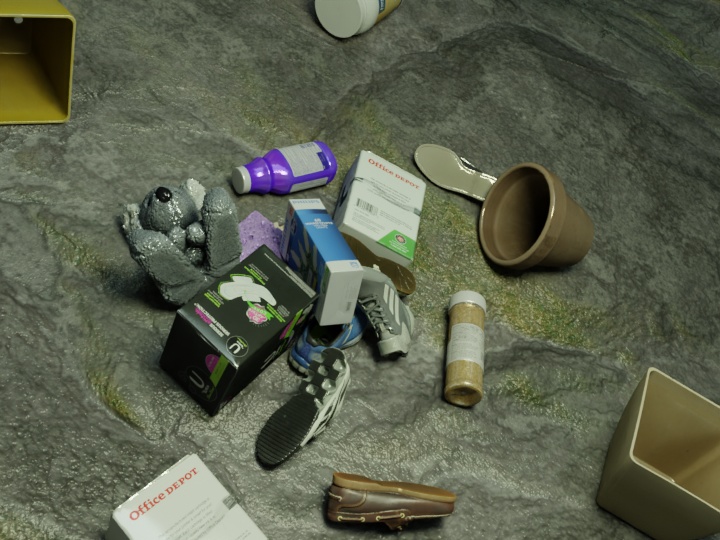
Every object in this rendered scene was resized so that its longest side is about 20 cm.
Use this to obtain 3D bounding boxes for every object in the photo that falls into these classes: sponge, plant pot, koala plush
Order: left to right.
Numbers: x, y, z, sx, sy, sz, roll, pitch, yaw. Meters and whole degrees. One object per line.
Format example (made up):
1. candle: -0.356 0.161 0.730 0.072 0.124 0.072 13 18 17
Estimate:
1. plant pot: -0.603 -0.382 1.569 0.197 0.202 0.177 -6 44 -28
2. koala plush: -0.293 -0.062 1.485 0.176 0.185 0.200 -30 51 -16
3. sponge: -0.136 -0.009 1.565 0.199 0.030 0.112 37 48 8
4. plant pot: 0.354 -0.085 1.787 0.172 0.200 0.203 19 45 -32
5. plant pot: 0.493 0.321 1.513 0.198 0.178 0.201 30 46 1

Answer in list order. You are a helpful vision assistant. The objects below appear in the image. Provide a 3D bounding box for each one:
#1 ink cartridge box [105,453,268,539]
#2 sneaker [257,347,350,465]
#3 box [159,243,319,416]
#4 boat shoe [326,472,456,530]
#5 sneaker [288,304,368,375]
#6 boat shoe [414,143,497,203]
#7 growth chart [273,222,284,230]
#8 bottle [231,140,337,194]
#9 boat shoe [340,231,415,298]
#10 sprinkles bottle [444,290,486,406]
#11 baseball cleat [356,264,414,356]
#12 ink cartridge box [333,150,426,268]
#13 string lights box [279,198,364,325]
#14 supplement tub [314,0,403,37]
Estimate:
1. ink cartridge box: -0.215 0.365 1.211 0.200 0.085 0.145 46 49 15
2. sneaker: -0.074 0.221 1.405 0.073 0.089 0.201 26 67 32
3. box: -0.183 0.089 1.404 0.124 0.149 0.200 41 47 9
4. boat shoe: 0.044 0.345 1.369 0.196 0.070 0.072 10 87 -13
5. sneaker: -0.035 0.086 1.517 0.078 0.090 0.200 37 45 7
6. boat shoe: 0.198 -0.191 1.885 0.198 0.074 0.063 28 4 5
7. growth chart: -0.117 -0.023 1.615 0.196 0.018 0.147 2 53 -24
8. bottle: -0.139 -0.182 1.700 0.198 0.066 0.084 -18 62 -34
9. boat shoe: 0.000 0.000 1.603 0.198 0.065 0.074 30 42 -14
10. sprinkles bottle: 0.180 0.131 1.595 0.067 0.069 0.202 18 48 -11
11. baseball cleat: 0.037 0.073 1.518 0.200 0.069 0.108 43 38 -44
12. ink cartridge box: 0.031 -0.101 1.693 0.145 0.083 0.202 27 47 -13
13. string lights box: -0.065 -0.017 1.478 0.058 0.104 0.201 -4 37 -25
14. supplement tub: 0.001 -0.611 2.055 0.144 0.145 0.200 36 47 7
